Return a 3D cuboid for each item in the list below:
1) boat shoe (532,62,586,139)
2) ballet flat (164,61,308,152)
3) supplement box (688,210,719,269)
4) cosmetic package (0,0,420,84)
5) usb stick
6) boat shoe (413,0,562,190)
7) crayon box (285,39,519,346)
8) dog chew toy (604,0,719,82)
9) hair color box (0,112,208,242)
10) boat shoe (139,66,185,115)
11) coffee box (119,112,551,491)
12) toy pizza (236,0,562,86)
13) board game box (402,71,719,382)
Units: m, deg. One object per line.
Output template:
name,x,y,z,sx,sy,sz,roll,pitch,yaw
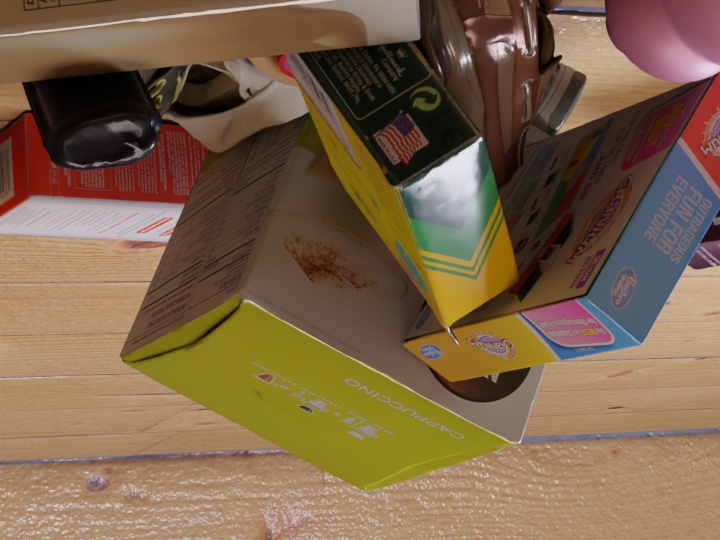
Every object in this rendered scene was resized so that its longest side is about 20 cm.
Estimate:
boat shoe,0.078,-0.099,1.330,0.065,0.075,0.202,34,161,-10
ballet flat,-0.064,-0.118,1.183,0.069,0.070,0.200,1,167,-30
supplement box,0.316,-0.075,1.433,0.200,0.111,0.086,-10,167,21
cosmetic package,-0.076,-0.150,0.904,0.200,0.105,0.071,-5,167,3
usb stick,-0.141,-0.102,0.985,0.055,0.033,0.200,-14,-148,-11
boat shoe,0.069,-0.101,1.021,0.072,0.076,0.200,-27,159,-1
crayon box,0.021,-0.056,1.018,0.051,0.127,0.200,-32,155,-5
dog chew toy,0.200,-0.150,0.964,0.124,0.125,0.200,5,160,-42
hair color box,-0.157,-0.060,1.397,0.200,0.061,0.101,3,165,-33
boat shoe,-0.133,-0.113,1.152,0.072,0.060,0.202,-2,168,-20
coffee box,0.000,0.000,1.268,0.200,0.198,0.200,29,155,-18
toy pizza,0.023,-0.142,1.031,0.200,0.032,0.200,-12,154,-6
board game box,0.118,-0.019,1.099,0.040,0.153,0.200,39,158,-15
